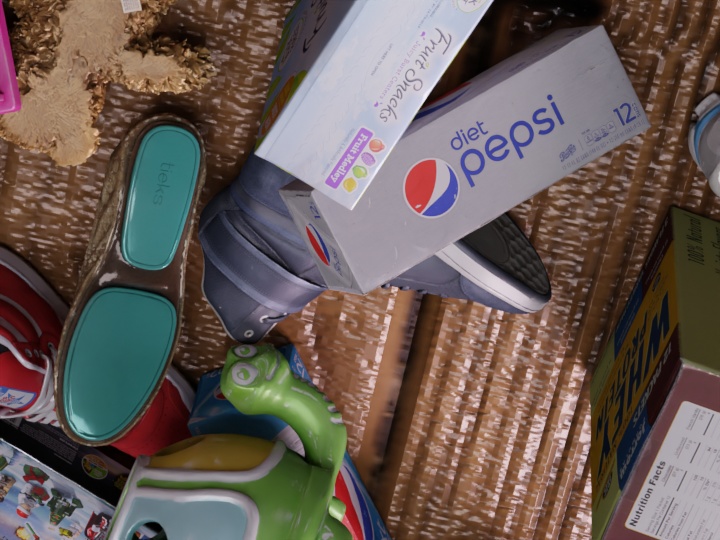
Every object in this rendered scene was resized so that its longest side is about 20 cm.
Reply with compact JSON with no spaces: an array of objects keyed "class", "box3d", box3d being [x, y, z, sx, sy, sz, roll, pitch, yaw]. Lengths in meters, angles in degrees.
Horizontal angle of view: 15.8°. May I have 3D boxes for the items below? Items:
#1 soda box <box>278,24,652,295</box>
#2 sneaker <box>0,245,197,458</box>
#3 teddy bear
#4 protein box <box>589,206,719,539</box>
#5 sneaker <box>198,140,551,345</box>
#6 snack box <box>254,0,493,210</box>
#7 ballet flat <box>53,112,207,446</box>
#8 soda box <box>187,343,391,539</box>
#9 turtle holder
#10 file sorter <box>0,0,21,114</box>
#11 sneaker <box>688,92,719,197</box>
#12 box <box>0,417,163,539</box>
[{"class":"soda box","box3d":[0.059,-0.064,1.454,0.200,0.063,0.068,-31,102,-15]},{"class":"sneaker","box3d":[-0.181,0.074,1.573,0.200,0.113,0.071,37,115,-13]},{"class":"teddy bear","box3d":[-0.147,-0.160,1.487,0.145,0.067,0.200,12,110,-6]},{"class":"protein box","box3d":[0.249,0.092,1.496,0.200,0.199,0.135,19,117,-5]},{"class":"sneaker","box3d":[0.000,-0.001,1.542,0.202,0.077,0.146,31,121,-16]},{"class":"snack box","box3d":[0.018,-0.151,1.394,0.068,0.200,0.169,30,116,-10]},{"class":"ballet flat","box3d":[-0.136,0.005,1.532,0.070,0.065,0.200,18,90,-17]},{"class":"soda box","box3d":[-0.034,0.151,1.627,0.068,0.064,0.200,-20,114,14]},{"class":"turtle holder","box3d":[-0.077,0.151,1.516,0.132,0.141,0.186,21,118,-4]},{"class":"file sorter","box3d":[-0.286,-0.173,1.411,0.139,0.125,0.200,-11,91,10]},{"class":"sneaker","box3d":[0.280,-0.094,1.464,0.200,0.087,0.075,-32,108,18]},{"class":"box","box3d":[-0.187,0.174,1.650,0.200,0.040,0.137,32,129,-11]}]
